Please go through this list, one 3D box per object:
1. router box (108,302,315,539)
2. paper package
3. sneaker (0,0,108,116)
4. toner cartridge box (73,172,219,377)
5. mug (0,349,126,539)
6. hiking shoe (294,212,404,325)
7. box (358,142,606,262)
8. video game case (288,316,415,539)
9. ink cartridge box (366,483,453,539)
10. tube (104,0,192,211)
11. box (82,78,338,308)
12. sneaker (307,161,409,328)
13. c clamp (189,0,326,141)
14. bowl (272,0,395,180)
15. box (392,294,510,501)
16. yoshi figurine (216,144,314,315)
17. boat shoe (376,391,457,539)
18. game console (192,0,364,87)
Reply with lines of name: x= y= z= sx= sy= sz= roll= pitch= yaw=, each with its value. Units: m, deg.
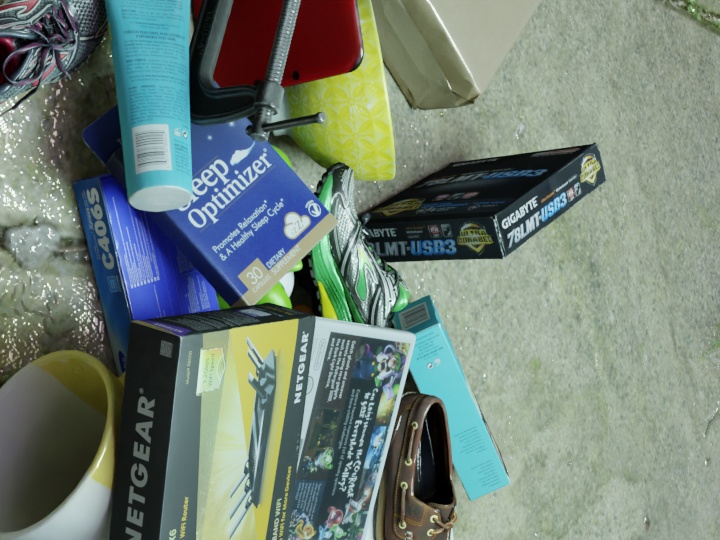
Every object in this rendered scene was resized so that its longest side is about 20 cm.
router box: x=-0.109 y=0.132 z=0.941 sx=0.157 sy=0.052 sz=0.203 roll=-7 pitch=107 yaw=-55
paper package: x=0.090 y=-0.308 z=1.346 sx=0.191 sy=0.103 sz=0.201 roll=54 pitch=52 yaw=-29
sneaker: x=-0.258 y=-0.175 z=0.989 sx=0.200 sy=0.074 sz=0.081 roll=-48 pitch=119 yaw=-39
toner cartridge box: x=-0.175 y=0.012 z=1.082 sx=0.094 sy=0.043 sz=0.203 roll=-18 pitch=99 yaw=-44
mug: x=-0.186 y=0.156 z=0.972 sx=0.153 sy=0.185 sz=0.151 roll=44 pitch=31 yaw=-44
hiking shoe: x=0.001 y=0.043 z=1.222 sx=0.076 sy=0.100 sz=0.202 roll=-35 pitch=111 yaw=-41
box: x=0.117 y=-0.067 z=1.284 sx=0.198 sy=0.198 sz=0.050 roll=-34 pitch=113 yaw=-41
video game case: x=-0.045 y=0.139 z=1.071 sx=0.180 sy=0.023 sz=0.203 roll=11 pitch=95 yaw=-41
ink cartridge box: x=-0.004 y=0.247 z=1.212 sx=0.199 sy=0.083 sz=0.146 roll=-10 pitch=93 yaw=-47
tube: x=-0.166 y=-0.150 z=1.011 sx=0.077 sy=0.050 sz=0.203 roll=4 pitch=70 yaw=-29
box: x=-0.124 y=-0.075 z=1.052 sx=0.200 sy=0.032 sz=0.121 roll=47 pitch=58 yaw=-3
sneaker: x=0.000 y=0.000 z=1.150 sx=0.078 sy=0.084 sz=0.203 roll=-68 pitch=149 yaw=-76
c clamp: x=-0.077 y=-0.189 z=1.014 sx=0.027 sy=0.169 sz=0.203 roll=30 pitch=60 yaw=-45
bowl: x=-0.037 y=-0.174 z=1.182 sx=0.106 sy=0.200 sz=0.203 roll=-11 pitch=96 yaw=-3
box: x=0.094 y=0.133 z=1.321 sx=0.082 sy=0.049 sz=0.202 roll=-102 pitch=168 yaw=-69
yoshi figurine: x=-0.083 y=-0.029 z=1.144 sx=0.112 sy=0.111 sz=0.202 roll=-40 pitch=113 yaw=-49
boat shoe: x=0.055 y=0.214 z=1.168 sx=0.070 sy=0.070 sz=0.203 roll=-10 pitch=94 yaw=-47
game console: x=-0.053 y=-0.258 z=1.121 sx=0.173 sy=0.198 sz=0.119 roll=-53 pitch=124 yaw=-36
